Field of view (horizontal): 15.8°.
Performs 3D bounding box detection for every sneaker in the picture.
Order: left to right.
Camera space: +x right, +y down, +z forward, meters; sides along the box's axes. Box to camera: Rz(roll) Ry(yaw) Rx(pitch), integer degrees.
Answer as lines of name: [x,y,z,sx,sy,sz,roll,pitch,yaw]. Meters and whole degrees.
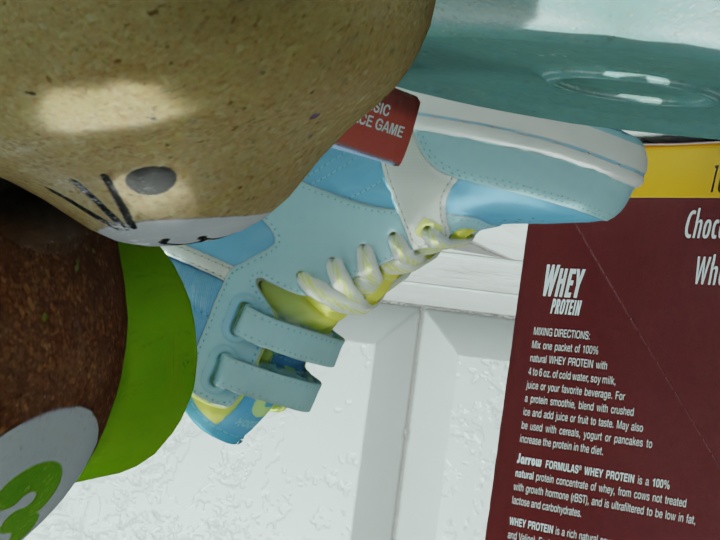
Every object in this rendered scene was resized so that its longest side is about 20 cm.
sneaker: [0.000,0.000,0.904,0.199,0.132,0.079,6,175,26]

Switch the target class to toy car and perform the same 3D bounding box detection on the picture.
toy car: [-0.039,-0.029,0.421,0.199,0.159,0.164,-8,180,31]

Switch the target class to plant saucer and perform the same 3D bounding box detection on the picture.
plant saucer: [0.063,-0.056,0.578,0.198,0.036,0.200,7,177,0]

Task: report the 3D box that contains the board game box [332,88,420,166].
board game box: [-0.087,-0.063,0.638,0.103,0.020,0.199,15,-178,-42]

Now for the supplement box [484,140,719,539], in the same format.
supplement box: [0.158,0.060,0.970,0.132,0.202,0.197,9,177,-28]
